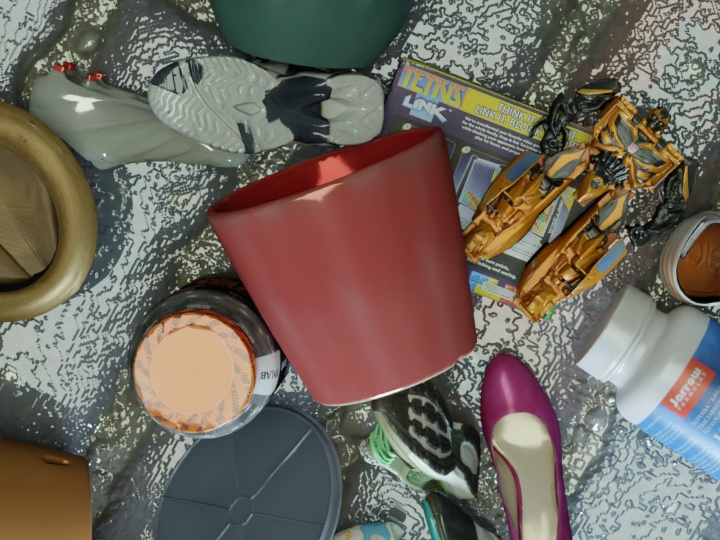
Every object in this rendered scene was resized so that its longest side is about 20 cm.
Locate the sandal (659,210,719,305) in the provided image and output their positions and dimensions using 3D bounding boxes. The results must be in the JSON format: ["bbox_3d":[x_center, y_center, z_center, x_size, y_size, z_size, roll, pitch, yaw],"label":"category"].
[{"bbox_3d":[0.287,-0.009,1.583,0.059,0.207,0.079,4,93,-20],"label":"sandal"}]

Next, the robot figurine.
[{"bbox_3d":[0.180,-0.059,1.602,0.145,0.058,0.200,45,97,-1],"label":"robot figurine"}]

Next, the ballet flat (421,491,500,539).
[{"bbox_3d":[0.099,0.269,1.684,0.068,0.068,0.200,-13,118,-5],"label":"ballet flat"}]

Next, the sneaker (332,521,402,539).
[{"bbox_3d":[0.031,0.315,1.694,0.081,0.077,0.200,-23,94,21],"label":"sneaker"}]

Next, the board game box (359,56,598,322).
[{"bbox_3d":[0.098,-0.070,1.665,0.200,0.057,0.166,22,95,2],"label":"board game box"}]

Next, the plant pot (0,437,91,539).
[{"bbox_3d":[-0.303,0.228,1.668,0.140,0.200,0.200,1,96,-12],"label":"plant pot"}]

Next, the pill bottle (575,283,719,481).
[{"bbox_3d":[0.284,0.100,1.639,0.200,0.112,0.112,32,97,0],"label":"pill bottle"}]

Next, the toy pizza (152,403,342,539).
[{"bbox_3d":[-0.093,0.210,1.670,0.200,0.032,0.200,-19,56,29],"label":"toy pizza"}]

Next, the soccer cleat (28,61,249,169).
[{"bbox_3d":[-0.191,-0.116,1.680,0.200,0.069,0.078,19,102,9],"label":"soccer cleat"}]

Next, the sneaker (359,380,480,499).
[{"bbox_3d":[0.036,0.149,1.637,0.088,0.200,0.077,-9,62,19],"label":"sneaker"}]

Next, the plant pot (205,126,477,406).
[{"bbox_3d":[0.000,0.000,1.563,0.200,0.200,0.178,-19,99,6],"label":"plant pot"}]

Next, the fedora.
[{"bbox_3d":[-0.312,-0.056,1.679,0.200,0.082,0.201,2,105,6],"label":"fedora"}]

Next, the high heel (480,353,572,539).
[{"bbox_3d":[0.140,0.173,1.666,0.067,0.096,0.200,-7,95,5],"label":"high heel"}]

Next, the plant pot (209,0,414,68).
[{"bbox_3d":[-0.039,-0.255,1.593,0.200,0.201,0.161,10,108,3],"label":"plant pot"}]

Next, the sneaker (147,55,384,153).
[{"bbox_3d":[-0.092,-0.142,1.628,0.199,0.130,0.080,-5,99,-22],"label":"sneaker"}]

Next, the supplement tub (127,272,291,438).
[{"bbox_3d":[-0.123,0.070,1.623,0.122,0.200,0.123,0,96,4],"label":"supplement tub"}]
